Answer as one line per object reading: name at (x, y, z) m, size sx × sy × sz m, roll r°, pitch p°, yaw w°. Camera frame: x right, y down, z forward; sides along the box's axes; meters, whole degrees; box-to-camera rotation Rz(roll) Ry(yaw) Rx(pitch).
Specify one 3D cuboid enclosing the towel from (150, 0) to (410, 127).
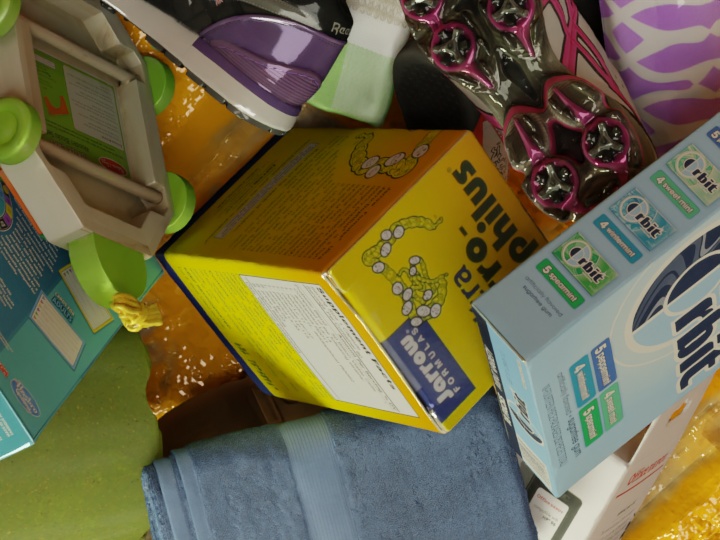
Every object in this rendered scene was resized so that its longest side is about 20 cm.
towel at (-0.031, -0.188, 1.295) m, size 0.148 × 0.031 × 0.201 m, roll 21°, pitch 112°, yaw 19°

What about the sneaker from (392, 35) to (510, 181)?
sneaker at (0.069, -0.079, 1.361) m, size 0.067 × 0.108 × 0.202 m, roll 27°, pitch 148°, yaw 22°

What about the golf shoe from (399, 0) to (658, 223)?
golf shoe at (0.081, -0.105, 1.246) m, size 0.072 × 0.092 × 0.201 m, roll -32°, pitch 79°, yaw 16°

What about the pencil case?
pencil case at (0.156, -0.113, 1.285) m, size 0.085 × 0.084 × 0.202 m, roll 0°, pitch 114°, yaw 18°

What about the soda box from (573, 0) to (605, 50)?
soda box at (0.121, -0.189, 1.325) m, size 0.070 × 0.063 × 0.200 m, roll -32°, pitch 111°, yaw 9°

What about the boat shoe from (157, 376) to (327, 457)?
boat shoe at (-0.027, 0.081, 1.428) m, size 0.199 × 0.071 × 0.070 m, roll -20°, pitch 151°, yaw 7°

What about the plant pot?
plant pot at (-0.210, 0.095, 1.362) m, size 0.188 × 0.200 × 0.202 m, roll -4°, pitch 113°, yaw -17°

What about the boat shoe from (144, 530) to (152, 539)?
boat shoe at (-0.047, 0.196, 1.465) m, size 0.199 × 0.070 × 0.071 m, roll 29°, pitch 107°, yaw -15°

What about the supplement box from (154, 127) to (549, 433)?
supplement box at (0.000, 0.000, 1.306) m, size 0.110 × 0.200 × 0.109 m, roll -45°, pitch 113°, yaw -19°

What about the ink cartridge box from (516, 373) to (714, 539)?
ink cartridge box at (0.115, 0.129, 1.421) m, size 0.068 × 0.116 × 0.201 m, roll 33°, pitch 108°, yaw 15°

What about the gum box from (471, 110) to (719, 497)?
gum box at (0.153, 0.006, 1.227) m, size 0.200 × 0.045 × 0.170 m, roll -38°, pitch 153°, yaw -10°

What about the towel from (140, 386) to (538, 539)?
towel at (-0.011, 0.129, 1.337) m, size 0.198 × 0.049 × 0.113 m, roll -13°, pitch 90°, yaw -9°

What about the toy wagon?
toy wagon at (-0.141, -0.061, 1.279) m, size 0.039 × 0.202 × 0.155 m, roll -21°, pitch 158°, yaw 23°

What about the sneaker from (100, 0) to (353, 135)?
sneaker at (-0.091, -0.164, 1.290) m, size 0.200 × 0.076 × 0.088 m, roll 38°, pitch 103°, yaw 4°

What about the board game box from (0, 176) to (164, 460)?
board game box at (-0.185, -0.012, 1.257) m, size 0.047 × 0.200 × 0.152 m, roll -26°, pitch 105°, yaw 24°
